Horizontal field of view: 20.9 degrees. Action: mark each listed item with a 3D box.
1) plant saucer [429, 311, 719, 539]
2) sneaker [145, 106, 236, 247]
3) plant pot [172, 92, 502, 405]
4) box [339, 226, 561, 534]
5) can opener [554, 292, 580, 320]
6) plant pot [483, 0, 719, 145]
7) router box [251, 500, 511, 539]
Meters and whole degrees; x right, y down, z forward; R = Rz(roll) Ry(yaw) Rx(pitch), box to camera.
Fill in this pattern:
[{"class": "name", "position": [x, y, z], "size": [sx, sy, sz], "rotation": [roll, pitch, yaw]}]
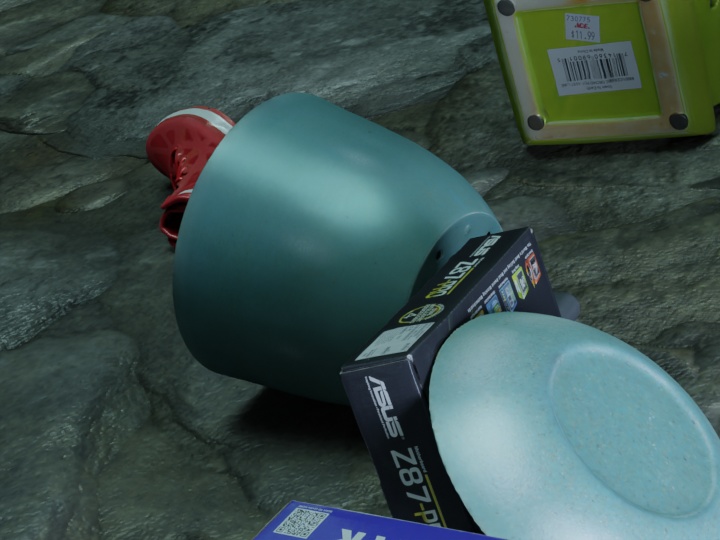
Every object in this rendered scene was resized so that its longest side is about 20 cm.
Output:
[{"class": "plant saucer", "position": [0.128, 0.090, 0.986], "size": [0.039, 0.201, 0.201], "rotation": [-50, 2, 36]}, {"class": "sneaker", "position": [-0.149, -0.080, 1.674], "size": [0.115, 0.079, 0.199], "rotation": [-30, 28, -33]}, {"class": "plant pot", "position": [0.000, 0.000, 1.298], "size": [0.160, 0.202, 0.200], "rotation": [21, 40, 32]}, {"class": "box", "position": [0.069, 0.085, 1.074], "size": [0.049, 0.162, 0.200], "rotation": [-11, 15, 27]}, {"class": "can opener", "position": [0.082, 0.076, 1.245], "size": [0.066, 0.053, 0.200], "rotation": [4, 30, 36]}, {"class": "plant pot", "position": [0.212, -0.213, 1.626], "size": [0.199, 0.200, 0.182], "rotation": [-2, 34, 25]}, {"class": "router box", "position": [0.055, 0.200, 0.850], "size": [0.199, 0.181, 0.049], "rotation": [6, 32, 36]}]
